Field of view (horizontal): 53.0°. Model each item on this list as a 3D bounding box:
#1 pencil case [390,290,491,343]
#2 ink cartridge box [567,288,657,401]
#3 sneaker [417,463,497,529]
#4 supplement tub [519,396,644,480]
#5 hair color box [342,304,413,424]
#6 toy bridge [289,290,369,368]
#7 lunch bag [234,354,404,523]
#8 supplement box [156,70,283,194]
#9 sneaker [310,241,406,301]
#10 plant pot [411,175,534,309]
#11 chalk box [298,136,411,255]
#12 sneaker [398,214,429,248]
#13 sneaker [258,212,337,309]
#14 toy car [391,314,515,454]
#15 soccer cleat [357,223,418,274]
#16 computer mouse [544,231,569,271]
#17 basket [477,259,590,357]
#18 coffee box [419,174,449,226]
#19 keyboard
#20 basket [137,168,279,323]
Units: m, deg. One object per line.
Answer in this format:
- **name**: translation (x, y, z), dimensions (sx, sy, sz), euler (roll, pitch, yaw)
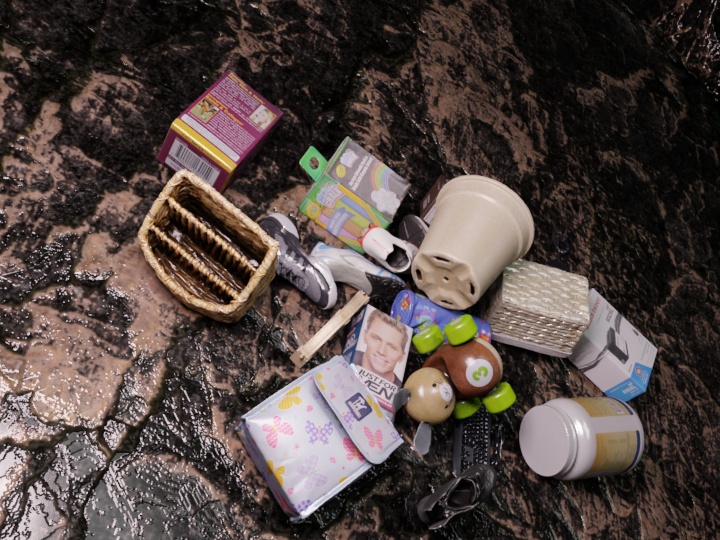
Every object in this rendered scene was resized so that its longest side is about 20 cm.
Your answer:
- **pencil case**: translation (0.150, 0.105, 1.341), dimensions (0.198, 0.088, 0.078), euler (22, 8, -21)
- **ink cartridge box**: translation (0.525, 0.162, 1.549), dimensions (0.200, 0.084, 0.145), euler (43, 47, -1)
- **sneaker**: translation (0.165, 0.357, 1.149), dimensions (0.198, 0.104, 0.060), euler (-19, 72, -32)
- **supplement tub**: translation (0.405, 0.307, 1.327), dimensions (0.198, 0.144, 0.146), euler (5, 57, -31)
- **hair color box**: translation (0.019, 0.167, 1.221), dimensions (0.099, 0.061, 0.201), euler (29, 47, -15)
- **toy bridge**: translation (-0.043, 0.092, 1.226), dimensions (0.027, 0.067, 0.200), euler (46, 46, 2)
- **lunch bag**: translation (-0.056, 0.236, 1.054), dimensions (0.199, 0.127, 0.170), euler (-28, 78, -26)
- **supplement box**: translation (-0.248, -0.242, 1.291), dimensions (0.130, 0.103, 0.201), euler (37, 47, -6)
- **sneaker**: translation (0.000, 0.000, 1.318), dimensions (0.198, 0.072, 0.073), euler (22, 43, -24)
- **plant pot**: translation (0.188, -0.036, 1.305), dimensions (0.200, 0.200, 0.184), euler (41, 54, -3)
- **chalk box**: translation (-0.029, -0.152, 1.366), dimensions (0.199, 0.124, 0.125), euler (35, 48, -7)
- **sneaker**: translation (0.156, -0.026, 1.450), dimensions (0.115, 0.075, 0.202), euler (-21, 81, -50)
- **sneaker**: translation (-0.132, -0.003, 1.229), dimensions (0.113, 0.076, 0.201), euler (-24, 69, -41)
- **toy car**: translation (0.131, 0.200, 1.191), dimensions (0.199, 0.157, 0.165), euler (-36, 98, -41)
- **soccer cleat**: translation (0.070, -0.023, 1.320), dimensions (0.085, 0.069, 0.200), euler (45, 8, 34)
- **computer mouse**: translation (0.450, -0.020, 1.666), dimensions (0.058, 0.034, 0.201), euler (22, 43, 2)
- **basket**: translation (0.346, 0.068, 1.433), dimensions (0.198, 0.124, 0.137), euler (16, 50, -4)
- **coffee box**: translation (0.224, -0.097, 1.503), dimensions (0.199, 0.080, 0.115), euler (35, 21, -9)
- **keyboard**: translation (0.219, 0.286, 1.288), dimensions (0.103, 0.040, 0.202), euler (24, 50, -18)
- **basket**: translation (-0.238, -0.026, 1.093), dimensions (0.200, 0.149, 0.143), euler (40, 71, 4)
